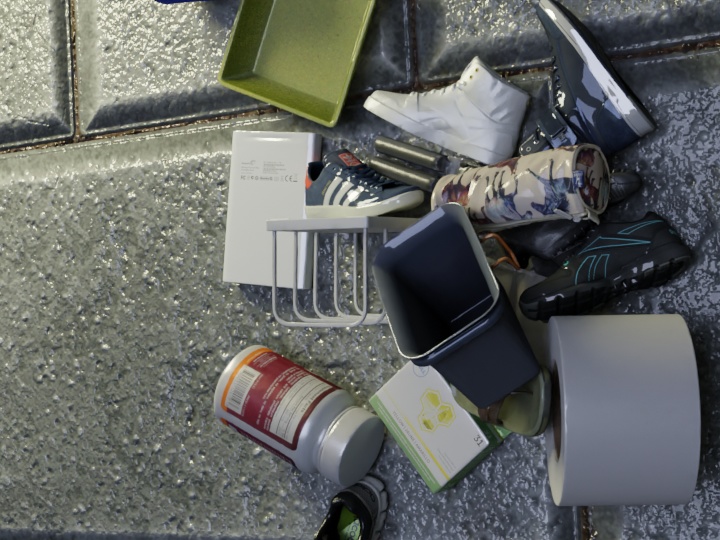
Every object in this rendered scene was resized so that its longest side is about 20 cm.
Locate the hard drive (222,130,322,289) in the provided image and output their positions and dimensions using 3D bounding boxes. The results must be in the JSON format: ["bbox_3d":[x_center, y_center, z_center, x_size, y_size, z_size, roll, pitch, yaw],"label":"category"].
[{"bbox_3d":[-0.116,-0.081,1.850,0.131,0.026,0.201,5,92,31],"label":"hard drive"}]

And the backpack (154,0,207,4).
[{"bbox_3d":[-0.229,-0.471,1.852,0.167,0.162,0.201,1,77,22],"label":"backpack"}]

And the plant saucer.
[{"bbox_3d":[-0.070,-0.305,1.813,0.199,0.048,0.201,24,101,29],"label":"plant saucer"}]

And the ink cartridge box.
[{"bbox_3d":[0.123,0.150,1.692,0.200,0.048,0.146,-46,67,25],"label":"ink cartridge box"}]

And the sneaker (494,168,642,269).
[{"bbox_3d":[0.240,-0.053,1.617,0.199,0.066,0.091,-21,84,31],"label":"sneaker"}]

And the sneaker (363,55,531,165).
[{"bbox_3d":[0.109,-0.207,1.696,0.199,0.074,0.116,23,99,19],"label":"sneaker"}]

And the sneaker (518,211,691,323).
[{"bbox_3d":[0.264,-0.003,1.570,0.199,0.076,0.080,-20,64,-6],"label":"sneaker"}]

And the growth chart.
[{"bbox_3d":[0.167,0.050,1.643,0.199,0.018,0.145,24,115,18],"label":"growth chart"}]

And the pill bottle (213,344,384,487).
[{"bbox_3d":[-0.076,0.183,1.771,0.199,0.114,0.115,27,103,28],"label":"pill bottle"}]

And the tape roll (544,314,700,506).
[{"bbox_3d":[0.272,0.147,1.490,0.138,0.203,0.204,-2,88,2],"label":"tape roll"}]

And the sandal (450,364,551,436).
[{"bbox_3d":[0.149,0.142,1.574,0.201,0.057,0.080,-1,87,61],"label":"sandal"}]

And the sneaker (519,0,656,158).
[{"bbox_3d":[0.224,-0.202,1.619,0.146,0.077,0.203,-38,72,22],"label":"sneaker"}]

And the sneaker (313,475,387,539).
[{"bbox_3d":[-0.022,0.357,1.751,0.073,0.087,0.201,14,97,30],"label":"sneaker"}]

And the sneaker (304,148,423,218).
[{"bbox_3d":[-0.004,-0.108,1.729,0.199,0.075,0.085,-1,97,47],"label":"sneaker"}]

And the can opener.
[{"bbox_3d":[0.100,-0.116,1.713,0.199,0.067,0.054,23,102,42],"label":"can opener"}]

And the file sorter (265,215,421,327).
[{"bbox_3d":[0.000,0.000,1.680,0.138,0.200,0.125,0,91,31],"label":"file sorter"}]

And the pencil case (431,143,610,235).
[{"bbox_3d":[0.175,-0.081,1.570,0.199,0.078,0.090,-11,52,33],"label":"pencil case"}]

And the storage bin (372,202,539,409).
[{"bbox_3d":[0.119,0.041,1.526,0.145,0.134,0.200,-34,37,12],"label":"storage bin"}]
